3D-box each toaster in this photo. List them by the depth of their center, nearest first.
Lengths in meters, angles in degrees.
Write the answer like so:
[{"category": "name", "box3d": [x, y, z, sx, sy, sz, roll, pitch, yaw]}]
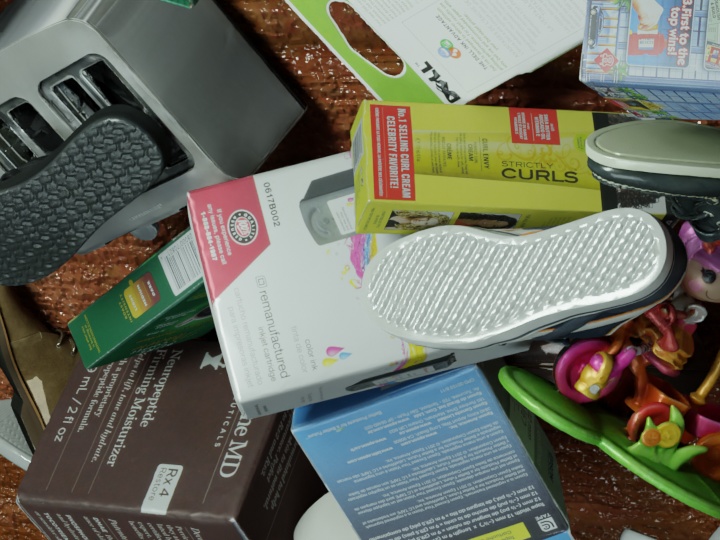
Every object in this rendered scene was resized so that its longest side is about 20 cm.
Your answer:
[{"category": "toaster", "box3d": [-0.166, -0.123, 1.301, 0.181, 0.119, 0.200, -21, 119, 39]}]

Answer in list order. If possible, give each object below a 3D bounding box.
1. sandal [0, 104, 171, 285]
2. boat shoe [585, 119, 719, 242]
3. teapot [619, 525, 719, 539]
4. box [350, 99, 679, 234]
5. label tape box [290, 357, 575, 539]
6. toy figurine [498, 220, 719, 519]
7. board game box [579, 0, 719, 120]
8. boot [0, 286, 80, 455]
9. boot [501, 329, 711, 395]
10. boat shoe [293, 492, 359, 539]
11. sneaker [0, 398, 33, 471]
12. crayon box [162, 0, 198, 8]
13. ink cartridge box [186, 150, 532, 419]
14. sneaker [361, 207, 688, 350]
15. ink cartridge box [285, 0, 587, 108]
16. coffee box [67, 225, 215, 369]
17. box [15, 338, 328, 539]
[{"category": "sandal", "box3d": [-0.200, -0.050, 1.276, 0.200, 0.048, 0.075, -28, 114, 29]}, {"category": "boat shoe", "box3d": [0.219, -0.049, 1.139, 0.199, 0.075, 0.066, -4, 119, -28]}, {"category": "teapot", "box3d": [0.316, 0.246, 1.390, 0.146, 0.197, 0.200, 155, 92, -83]}, {"category": "box", "box3d": [0.096, -0.061, 1.190, 0.200, 0.075, 0.050, 3, 157, -9]}, {"category": "label tape box", "box3d": [0.060, 0.144, 1.362, 0.143, 0.066, 0.200, -21, 122, 17]}, {"category": "toy figurine", "box3d": [0.214, 0.035, 1.221, 0.200, 0.150, 0.184, 26, 102, -23]}, {"category": "board game box", "box3d": [0.248, -0.111, 1.051, 0.200, 0.062, 0.200, 4, 175, 26]}, {"category": "boot", "box3d": [-0.269, 0.063, 1.593, 0.074, 0.075, 0.200, 35, 147, 65]}, {"category": "boot", "box3d": [0.143, 0.024, 1.328, 0.200, 0.064, 0.187, 2, 133, 23]}, {"category": "boat shoe", "box3d": [0.044, 0.185, 1.471, 0.072, 0.200, 0.069, 55, 163, 31]}, {"category": "sneaker", "box3d": [-0.252, 0.195, 1.690, 0.200, 0.074, 0.118, 25, 132, 0]}, {"category": "crayon box", "box3d": [-0.101, -0.271, 1.121, 0.058, 0.119, 0.200, 16, 137, 13]}, {"category": "ink cartridge box", "box3d": [0.000, 0.000, 1.246, 0.200, 0.148, 0.086, -15, 168, -2]}, {"category": "sneaker", "box3d": [0.103, 0.010, 1.166, 0.200, 0.079, 0.079, -7, 168, 26]}, {"category": "ink cartridge box", "box3d": [0.061, -0.188, 1.150, 0.148, 0.076, 0.200, 45, 138, -18]}, {"category": "coffee box", "box3d": [-0.116, 0.006, 1.400, 0.200, 0.123, 0.044, -35, 77, 46]}, {"category": "box", "box3d": [-0.128, 0.164, 1.513, 0.200, 0.166, 0.164, 1, 141, 27]}]
